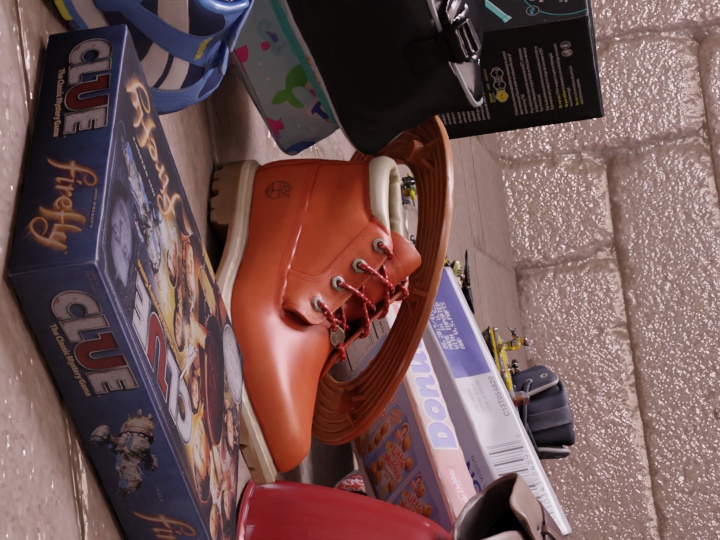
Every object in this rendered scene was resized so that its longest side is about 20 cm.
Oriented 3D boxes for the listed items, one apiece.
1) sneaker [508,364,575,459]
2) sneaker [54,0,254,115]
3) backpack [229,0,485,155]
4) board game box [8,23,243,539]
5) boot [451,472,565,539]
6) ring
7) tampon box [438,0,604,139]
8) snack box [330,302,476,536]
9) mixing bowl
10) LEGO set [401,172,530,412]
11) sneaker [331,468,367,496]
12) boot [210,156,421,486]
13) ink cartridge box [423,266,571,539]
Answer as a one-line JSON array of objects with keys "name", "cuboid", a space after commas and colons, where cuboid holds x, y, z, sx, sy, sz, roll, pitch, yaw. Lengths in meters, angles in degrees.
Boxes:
[{"name": "sneaker", "cuboid": [0.086, 0.123, 1.603, 0.202, 0.145, 0.077, -54, 136, -76]}, {"name": "sneaker", "cuboid": [-0.077, -0.120, 0.924, 0.200, 0.082, 0.074, 55, 26, -76]}, {"name": "backpack", "cuboid": [-0.006, -0.167, 1.185, 0.178, 0.150, 0.200, 64, 19, -20]}, {"name": "board game box", "cuboid": [-0.089, 0.021, 0.867, 0.136, 0.034, 0.200, -90, 168, -44]}, {"name": "boot", "cuboid": [0.106, 0.172, 1.104, 0.147, 0.070, 0.200, 60, 18, -2]}, {"name": "ring", "cuboid": [0.000, 0.000, 1.220, 0.201, 0.019, 0.201, 128, -29, -45]}, {"name": "tampon box", "cuboid": [0.089, -0.203, 1.745, 0.126, 0.199, 0.150, 72, 14, -51]}, {"name": "snack box", "cuboid": [0.019, 0.083, 1.237, 0.072, 0.024, 0.201, -53, -136, 41]}, {"name": "mixing bowl", "cuboid": [0.008, 0.201, 1.117, 0.200, 0.108, 0.201, -7, 90, -83]}, {"name": "LEGO set", "cuboid": [0.056, 0.026, 1.522, 0.200, 0.115, 0.154, -97, 173, -53]}, {"name": "sneaker", "cuboid": [0.018, 0.220, 1.301, 0.108, 0.067, 0.202, -51, 130, -76]}, {"name": "boot", "cuboid": [-0.022, 0.018, 1.091, 0.075, 0.107, 0.201, 75, 12, -50]}, {"name": "ink cartridge box", "cuboid": [0.045, 0.134, 1.358, 0.200, 0.040, 0.200, 66, -30, 29]}]
